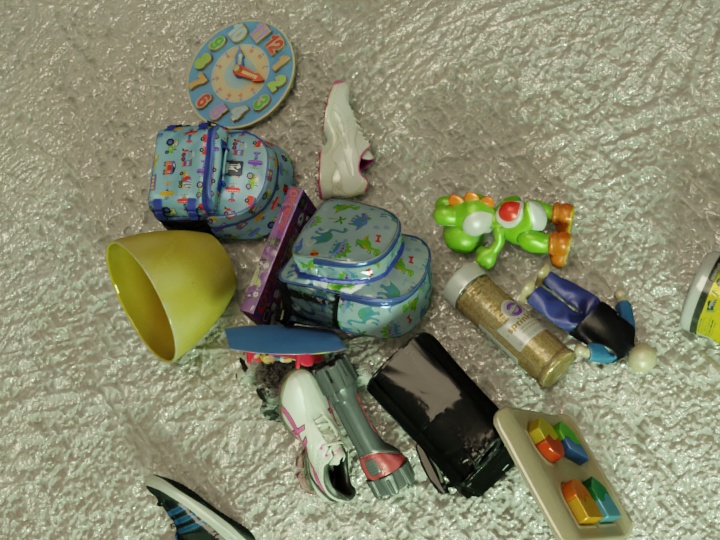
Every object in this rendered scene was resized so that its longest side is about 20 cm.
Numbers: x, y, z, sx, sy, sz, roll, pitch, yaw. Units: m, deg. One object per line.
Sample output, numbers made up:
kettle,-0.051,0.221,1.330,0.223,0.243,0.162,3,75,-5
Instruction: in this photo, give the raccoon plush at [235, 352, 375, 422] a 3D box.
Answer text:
raccoon plush,-0.085,0.137,1.576,0.199,0.097,0.135,-13,57,-6

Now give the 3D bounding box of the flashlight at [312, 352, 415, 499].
flashlight,0.005,0.210,1.469,0.068,0.068,0.201,-28,95,-19

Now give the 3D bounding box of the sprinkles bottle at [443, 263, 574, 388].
sprinkles bottle,0.206,0.075,1.507,0.068,0.068,0.200,-45,65,-3

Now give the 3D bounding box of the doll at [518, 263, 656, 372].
doll,0.321,0.068,1.476,0.200,0.049,0.136,37,56,19

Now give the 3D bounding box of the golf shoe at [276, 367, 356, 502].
golf shoe,-0.052,0.223,1.470,0.092,0.201,0.072,9,31,46

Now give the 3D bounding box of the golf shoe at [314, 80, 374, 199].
golf shoe,-0.021,-0.202,1.686,0.091,0.075,0.201,4,73,2

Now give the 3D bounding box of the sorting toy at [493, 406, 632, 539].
sorting toy,0.263,0.254,1.356,0.036,0.200,0.186,-39,62,24

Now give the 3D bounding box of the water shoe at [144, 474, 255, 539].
water shoe,-0.244,0.364,1.534,0.199,0.072,0.079,28,82,24

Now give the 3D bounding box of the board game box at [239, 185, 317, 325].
board game box,-0.115,-0.012,1.608,0.032,0.120,0.201,15,76,23

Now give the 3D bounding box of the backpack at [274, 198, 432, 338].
backpack,0.000,0.000,1.531,0.199,0.148,0.183,14,43,16

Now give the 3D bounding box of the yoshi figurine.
yoshi figurine,0.202,-0.058,1.555,0.199,0.112,0.113,11,103,7

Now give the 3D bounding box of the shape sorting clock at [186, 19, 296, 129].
shape sorting clock,-0.201,-0.329,1.796,0.199,0.039,0.201,-6,68,15

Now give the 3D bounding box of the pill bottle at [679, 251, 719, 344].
pill bottle,0.526,0.059,1.391,0.199,0.112,0.113,23,78,23

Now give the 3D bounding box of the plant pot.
plant pot,-0.271,0.018,1.621,0.142,0.200,0.200,-28,61,-27

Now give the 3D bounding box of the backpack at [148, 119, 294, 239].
backpack,-0.211,-0.139,1.678,0.199,0.135,0.184,2,70,16

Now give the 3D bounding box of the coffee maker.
coffee maker,0.117,0.182,1.425,0.134,0.192,0.200,-36,65,-19

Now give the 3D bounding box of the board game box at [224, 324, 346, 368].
board game box,-0.106,0.112,1.482,0.157,0.200,0.039,1,98,-10
